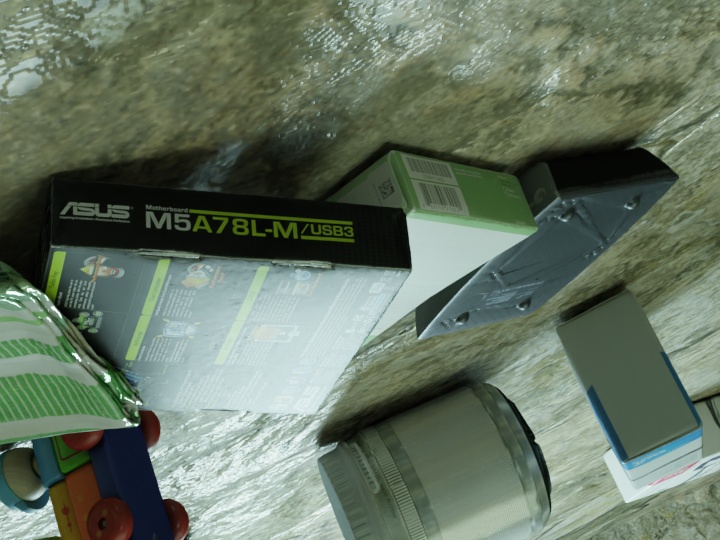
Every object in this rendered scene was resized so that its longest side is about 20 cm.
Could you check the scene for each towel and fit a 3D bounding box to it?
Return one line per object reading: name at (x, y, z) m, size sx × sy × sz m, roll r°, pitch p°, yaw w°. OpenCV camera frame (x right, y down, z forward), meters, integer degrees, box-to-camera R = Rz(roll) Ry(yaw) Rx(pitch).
towel at (-0.214, 0.054, 0.721) m, size 0.151 × 0.024 × 0.200 m, roll -8°, pitch 154°, yaw 7°

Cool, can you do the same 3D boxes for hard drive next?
hard drive at (0.127, -0.020, 0.992) m, size 0.134 × 0.043 × 0.200 m, roll -11°, pitch 156°, yaw -34°

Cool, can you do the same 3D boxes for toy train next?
toy train at (-0.183, 0.193, 0.930) m, size 0.115 × 0.201 × 0.085 m, roll -27°, pitch 160°, yaw 20°

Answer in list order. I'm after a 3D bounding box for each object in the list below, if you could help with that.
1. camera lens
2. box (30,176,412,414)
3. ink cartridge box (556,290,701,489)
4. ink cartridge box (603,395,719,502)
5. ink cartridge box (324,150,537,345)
camera lens at (0.075, 0.212, 1.322) m, size 0.199 × 0.161 × 0.160 m, roll -22°, pitch 159°, yaw -9°
box at (-0.091, 0.024, 0.768) m, size 0.192 × 0.048 × 0.200 m, roll 5°, pitch 150°, yaw -16°
ink cartridge box at (0.268, 0.123, 1.330) m, size 0.083 × 0.146 × 0.200 m, roll -27°, pitch 159°, yaw 5°
ink cartridge box at (0.489, 0.261, 2.023) m, size 0.199 × 0.085 × 0.145 m, roll -12°, pitch 156°, yaw -32°
ink cartridge box at (0.000, 0.000, 0.890) m, size 0.200 × 0.048 × 0.145 m, roll -34°, pitch 158°, yaw 32°
